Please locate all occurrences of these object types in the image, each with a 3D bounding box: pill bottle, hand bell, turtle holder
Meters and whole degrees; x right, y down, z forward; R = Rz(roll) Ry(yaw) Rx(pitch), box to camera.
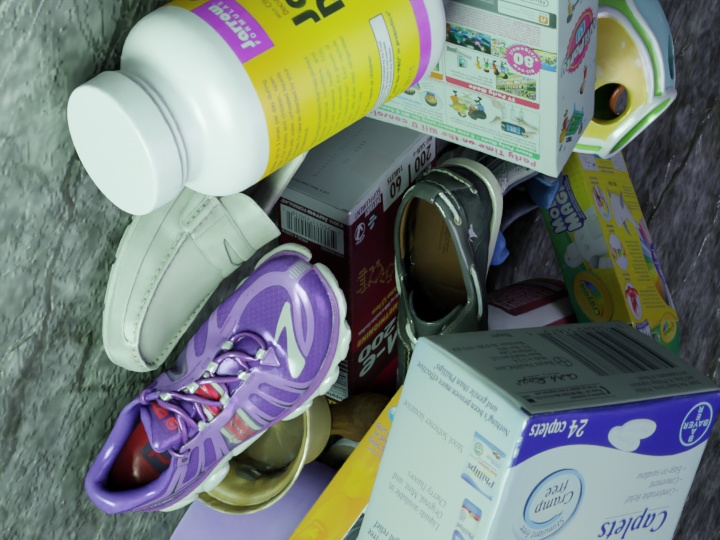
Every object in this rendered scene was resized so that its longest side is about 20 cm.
[{"bbox_3d":[-0.055,-0.107,1.088,0.199,0.104,0.105,-34,140,-31],"label":"pill bottle"},{"bbox_3d":[-0.023,0.094,1.287,0.199,0.103,0.105,4,106,-59],"label":"hand bell"},{"bbox_3d":[0.103,0.075,1.555,0.199,0.113,0.115,-15,123,-59],"label":"pill bottle"},{"bbox_3d":[0.148,-0.150,1.372,0.141,0.132,0.186,-39,173,-9],"label":"turtle holder"}]

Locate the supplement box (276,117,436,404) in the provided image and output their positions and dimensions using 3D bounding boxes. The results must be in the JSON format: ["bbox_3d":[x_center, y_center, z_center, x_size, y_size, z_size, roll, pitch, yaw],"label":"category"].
[{"bbox_3d":[0.000,0.000,1.354,0.109,0.060,0.201,-47,149,-38],"label":"supplement box"}]

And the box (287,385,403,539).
[{"bbox_3d":[0.020,0.164,1.295,0.201,0.041,0.119,-54,139,-5],"label":"box"}]

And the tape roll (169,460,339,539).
[{"bbox_3d":[-0.060,0.224,1.385,0.200,0.084,0.201,-45,147,-41],"label":"tape roll"}]

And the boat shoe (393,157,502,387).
[{"bbox_3d":[0.048,0.032,1.316,0.068,0.071,0.202,-37,133,-58],"label":"boat shoe"}]

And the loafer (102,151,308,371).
[{"bbox_3d":[-0.080,-0.031,1.158,0.201,0.069,0.070,-64,155,-9],"label":"loafer"}]

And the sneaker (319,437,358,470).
[{"bbox_3d":[0.024,0.156,1.511,0.113,0.071,0.201,-48,156,-29],"label":"sneaker"}]

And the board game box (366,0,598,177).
[{"bbox_3d":[0.061,-0.162,1.196,0.064,0.146,0.201,-57,156,-35],"label":"board game box"}]

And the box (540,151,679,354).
[{"bbox_3d":[0.190,-0.022,1.598,0.117,0.048,0.202,2,67,-63],"label":"box"}]

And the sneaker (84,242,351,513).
[{"bbox_3d":[-0.082,0.072,1.155,0.200,0.081,0.083,-51,166,21],"label":"sneaker"}]

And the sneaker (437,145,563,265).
[{"bbox_3d":[0.116,-0.084,1.489,0.201,0.085,0.077,-60,154,-17],"label":"sneaker"}]

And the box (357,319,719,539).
[{"bbox_3d":[0.103,0.144,1.253,0.183,0.105,0.202,-3,118,-42],"label":"box"}]
